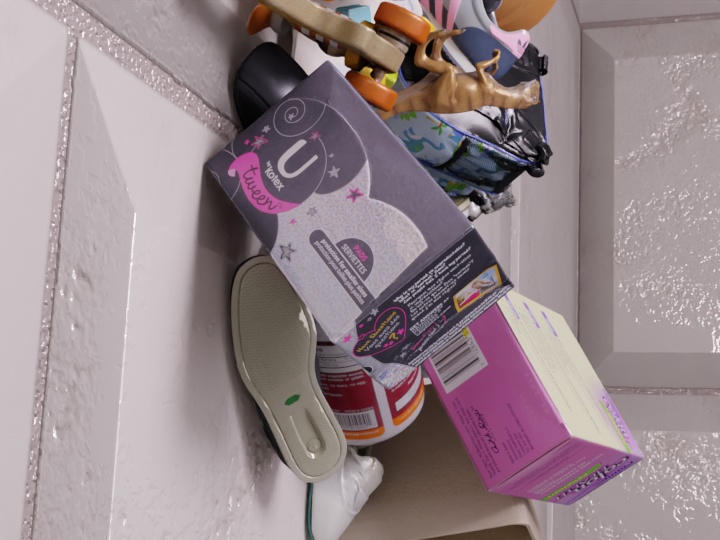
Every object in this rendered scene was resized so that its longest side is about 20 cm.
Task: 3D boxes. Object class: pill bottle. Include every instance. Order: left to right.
[{"bbox_3d":[-0.011,0.050,1.041,0.113,0.112,0.201,-71,154,-47],"label":"pill bottle"}]

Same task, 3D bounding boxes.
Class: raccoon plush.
[{"bbox_3d":[0.130,-0.157,1.460,0.097,0.133,0.201,19,71,-71],"label":"raccoon plush"}]

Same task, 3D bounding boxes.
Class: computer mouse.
[{"bbox_3d":[-0.033,-0.123,1.014,0.141,0.046,0.201,-49,140,-32],"label":"computer mouse"}]

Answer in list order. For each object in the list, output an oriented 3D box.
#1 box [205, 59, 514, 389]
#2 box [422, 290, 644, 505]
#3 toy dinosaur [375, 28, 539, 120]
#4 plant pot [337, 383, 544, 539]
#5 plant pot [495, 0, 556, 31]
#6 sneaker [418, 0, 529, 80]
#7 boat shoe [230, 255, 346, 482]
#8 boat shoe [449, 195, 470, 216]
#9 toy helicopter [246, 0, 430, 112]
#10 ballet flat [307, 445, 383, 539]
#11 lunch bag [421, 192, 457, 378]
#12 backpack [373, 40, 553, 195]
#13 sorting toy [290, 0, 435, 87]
[{"bbox_3d":[-0.004,-0.035,0.880,0.200,0.132,0.115,53,4,33],"label":"box"},{"bbox_3d":[0.161,0.121,1.126,0.200,0.097,0.176,22,35,-56],"label":"box"},{"bbox_3d":[0.074,-0.172,1.109,0.060,0.199,0.107,-87,168,-81],"label":"toy dinosaur"},{"bbox_3d":[0.081,0.227,1.232,0.200,0.199,0.178,61,21,-56],"label":"plant pot"},{"bbox_3d":[0.145,-0.401,1.463,0.140,0.199,0.201,14,75,-56],"label":"plant pot"},{"bbox_3d":[0.100,-0.278,1.187,0.201,0.082,0.070,60,15,18],"label":"sneaker"},{"bbox_3d":[-0.069,0.079,0.969,0.068,0.071,0.201,36,-36,63],"label":"boat shoe"},{"bbox_3d":[0.056,-0.021,1.271,0.200,0.074,0.069,-34,117,-41],"label":"boat shoe"},{"bbox_3d":[-0.047,-0.205,0.922,0.200,0.132,0.079,20,99,-53],"label":"toy helicopter"},{"bbox_3d":[-0.004,0.172,1.137,0.070,0.069,0.201,66,29,-52],"label":"ballet flat"},{"bbox_3d":[0.081,0.021,1.387,0.161,0.082,0.201,70,26,-45],"label":"lunch bag"},{"bbox_3d":[0.092,-0.187,1.291,0.199,0.147,0.184,22,53,-26],"label":"backpack"},{"bbox_3d":[-0.018,-0.192,1.104,0.181,0.106,0.200,-67,157,-10],"label":"sorting toy"}]
